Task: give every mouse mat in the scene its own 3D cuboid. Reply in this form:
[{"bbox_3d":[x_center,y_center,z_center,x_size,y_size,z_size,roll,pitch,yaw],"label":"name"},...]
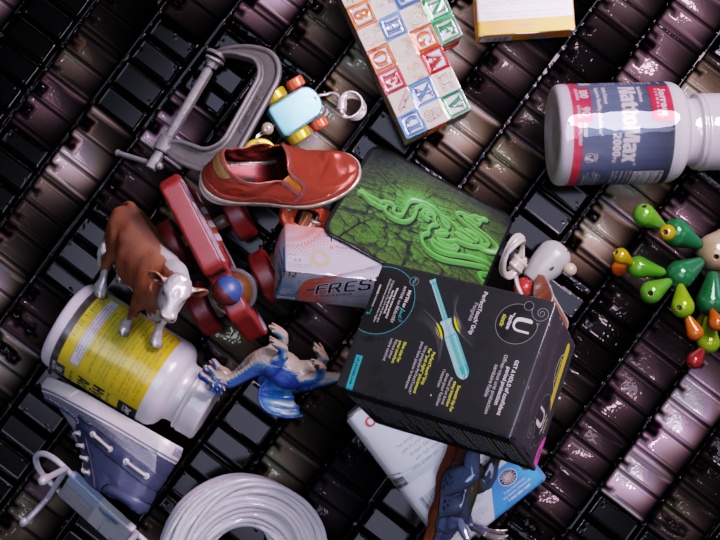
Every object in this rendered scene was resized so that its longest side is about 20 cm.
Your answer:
[{"bbox_3d":[0.072,-0.055,1.255,0.199,0.008,0.161,29,53,0],"label":"mouse mat"}]

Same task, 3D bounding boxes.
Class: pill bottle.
[{"bbox_3d":[-0.263,0.111,1.248,0.199,0.111,0.112,30,89,1],"label":"pill bottle"},{"bbox_3d":[0.323,-0.162,1.244,0.199,0.120,0.120,-2,89,0],"label":"pill bottle"}]

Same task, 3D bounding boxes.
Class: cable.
[{"bbox_3d":[-0.139,0.340,1.247,0.199,0.069,0.201,3,90,-17],"label":"cable"}]

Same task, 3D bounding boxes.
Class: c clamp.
[{"bbox_3d":[-0.189,-0.196,1.267,0.170,0.027,0.200,27,79,33],"label":"c clamp"}]

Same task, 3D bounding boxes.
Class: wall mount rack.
[{"bbox_3d":[-0.318,0.289,1.223,0.200,0.174,0.075,41,49,1],"label":"wall mount rack"}]

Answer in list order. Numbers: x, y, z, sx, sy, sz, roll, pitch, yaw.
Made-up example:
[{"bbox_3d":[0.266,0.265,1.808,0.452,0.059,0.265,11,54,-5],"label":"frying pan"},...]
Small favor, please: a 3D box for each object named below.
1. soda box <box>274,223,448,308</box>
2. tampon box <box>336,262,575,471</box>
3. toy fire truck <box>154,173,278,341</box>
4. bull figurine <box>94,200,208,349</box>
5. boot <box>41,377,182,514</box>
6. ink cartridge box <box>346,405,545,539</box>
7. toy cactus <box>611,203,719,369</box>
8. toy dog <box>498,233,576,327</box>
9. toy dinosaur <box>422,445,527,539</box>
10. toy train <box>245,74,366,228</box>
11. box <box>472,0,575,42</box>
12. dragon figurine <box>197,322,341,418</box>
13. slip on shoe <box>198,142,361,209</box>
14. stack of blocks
[{"bbox_3d":[0.000,0.000,1.237,0.199,0.064,0.069,6,56,-14],"label":"soda box"},{"bbox_3d":[0.105,0.102,1.127,0.199,0.126,0.150,14,71,27],"label":"tampon box"},{"bbox_3d":[-0.167,-0.010,1.220,0.112,0.168,0.201,-26,89,0],"label":"toy fire truck"},{"bbox_3d":[-0.240,0.010,1.185,0.065,0.200,0.122,7,124,-39],"label":"bull figurine"},{"bbox_3d":[-0.311,0.203,1.242,0.199,0.073,0.091,24,76,21],"label":"boot"},{"bbox_3d":[0.098,0.206,1.256,0.146,0.086,0.200,-37,88,-1],"label":"ink cartridge box"},{"bbox_3d":[0.395,0.000,1.267,0.165,0.102,0.201,-30,86,-19],"label":"toy cactus"},{"bbox_3d":[0.200,0.064,1.246,0.096,0.132,0.201,29,99,30],"label":"toy dog"},{"bbox_3d":[0.109,0.265,1.196,0.181,0.105,0.200,-45,56,9],"label":"toy dinosaur"},{"bbox_3d":[-0.073,-0.131,1.283,0.150,0.056,0.201,19,84,-15],"label":"toy train"},{"bbox_3d":[0.193,-0.383,1.289,0.118,0.041,0.201,-3,87,0],"label":"box"},{"bbox_3d":[-0.085,0.128,1.211,0.199,0.059,0.100,25,111,-19],"label":"dragon figurine"},{"bbox_3d":[-0.083,-0.112,1.199,0.199,0.061,0.074,-4,63,-31],"label":"slip on shoe"},{"bbox_3d":[0.064,-0.268,1.277,0.115,0.059,0.201,-24,89,0],"label":"stack of blocks"}]
